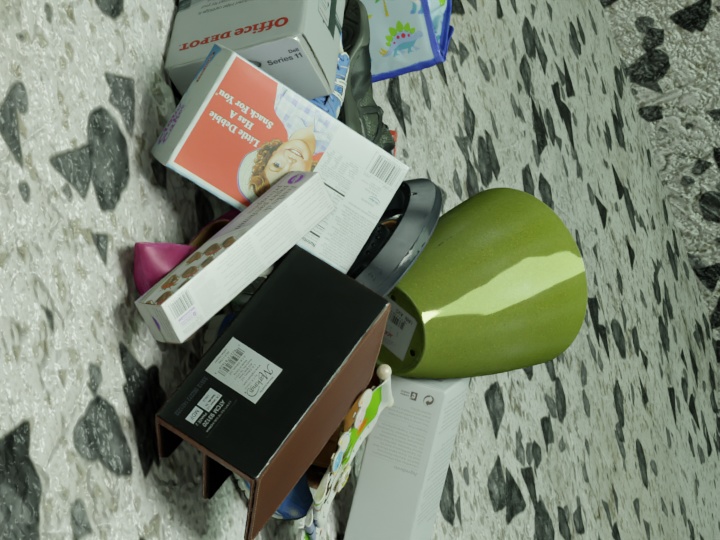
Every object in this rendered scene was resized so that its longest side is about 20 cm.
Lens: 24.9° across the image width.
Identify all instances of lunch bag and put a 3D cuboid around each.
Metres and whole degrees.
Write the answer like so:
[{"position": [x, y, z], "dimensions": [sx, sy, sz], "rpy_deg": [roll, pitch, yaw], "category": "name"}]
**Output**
[{"position": [0.012, -0.297, 1.829], "dimensions": [0.127, 0.169, 0.202], "rpy_deg": [45, 37, -54], "category": "lunch bag"}]

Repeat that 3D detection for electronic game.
[{"position": [0.000, -0.008, 1.522], "dimensions": [0.042, 0.199, 0.201], "rpy_deg": [43, 32, -18], "category": "electronic game"}]

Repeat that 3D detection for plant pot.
[{"position": [0.092, 0.030, 1.619], "dimensions": [0.199, 0.186, 0.189], "rpy_deg": [-19, 97, -44], "category": "plant pot"}]

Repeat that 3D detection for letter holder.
[{"position": [-0.074, 0.107, 1.374], "dimensions": [0.200, 0.100, 0.143], "rpy_deg": [-52, 164, -30], "category": "letter holder"}]

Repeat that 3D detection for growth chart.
[{"position": [-0.017, 0.182, 1.496], "dimensions": [0.201, 0.018, 0.145], "rpy_deg": [-63, 170, -6], "category": "growth chart"}]

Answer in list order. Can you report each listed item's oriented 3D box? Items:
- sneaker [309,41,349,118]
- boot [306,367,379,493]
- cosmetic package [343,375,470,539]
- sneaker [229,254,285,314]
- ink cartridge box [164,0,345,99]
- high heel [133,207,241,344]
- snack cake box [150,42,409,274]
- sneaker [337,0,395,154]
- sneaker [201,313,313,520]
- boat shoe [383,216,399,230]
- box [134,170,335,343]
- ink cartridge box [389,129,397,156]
[{"position": [-0.051, -0.177, 1.566], "dimensions": [0.201, 0.075, 0.077], "rpy_deg": [-90, -159, -57], "category": "sneaker"}, {"position": [-0.018, 0.144, 1.622], "dimensions": [0.200, 0.076, 0.157], "rpy_deg": [39, 41, -56], "category": "boot"}, {"position": [0.046, 0.198, 1.659], "dimensions": [0.101, 0.071, 0.202], "rpy_deg": [-19, 123, -70], "category": "cosmetic package"}, {"position": [-0.094, 0.003, 1.555], "dimensions": [0.200, 0.076, 0.089], "rpy_deg": [-66, 170, -61], "category": "sneaker"}, {"position": [-0.094, -0.246, 1.550], "dimensions": [0.083, 0.145, 0.201], "rpy_deg": [59, 28, -44], "category": "ink cartridge box"}, {"position": [-0.141, -0.028, 1.420], "dimensions": [0.200, 0.067, 0.097], "rpy_deg": [-55, 135, -50], "category": "high heel"}, {"position": [-0.070, -0.097, 1.444], "dimensions": [0.199, 0.116, 0.067], "rpy_deg": [32, 2, -24], "category": "snack cake box"}, {"position": [-0.013, -0.183, 1.720], "dimensions": [0.114, 0.075, 0.201], "rpy_deg": [46, 40, -59], "category": "sneaker"}, {"position": [-0.074, 0.132, 1.464], "dimensions": [0.079, 0.088, 0.202], "rpy_deg": [-54, 131, -64], "category": "sneaker"}, {"position": [0.000, 0.000, 1.660], "dimensions": [0.072, 0.068, 0.200], "rpy_deg": [37, 30, 6], "category": "boat shoe"}, {"position": [-0.101, -0.013, 1.353], "dimensions": [0.200, 0.038, 0.042], "rpy_deg": [-43, 121, -33], "category": "box"}, {"position": [0.011, -0.097, 1.828], "dimensions": [0.201, 0.050, 0.110], "rpy_deg": [-75, 171, -50], "category": "ink cartridge box"}]
